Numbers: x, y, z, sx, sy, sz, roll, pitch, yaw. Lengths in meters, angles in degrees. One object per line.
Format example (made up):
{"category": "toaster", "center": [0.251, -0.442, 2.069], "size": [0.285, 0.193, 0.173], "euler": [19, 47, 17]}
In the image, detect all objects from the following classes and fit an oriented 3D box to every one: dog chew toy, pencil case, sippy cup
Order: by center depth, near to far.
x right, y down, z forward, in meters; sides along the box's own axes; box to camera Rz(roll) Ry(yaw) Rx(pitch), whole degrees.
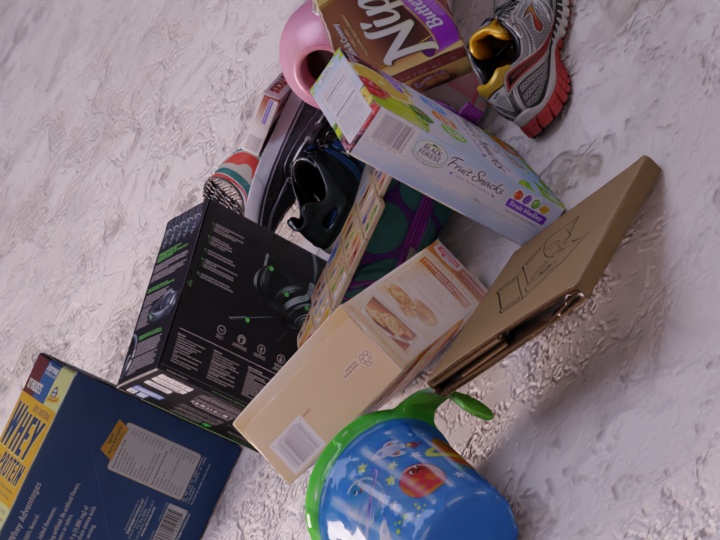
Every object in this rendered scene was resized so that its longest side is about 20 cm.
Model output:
{"category": "sippy cup", "center": [0.046, 0.189, 1.299], "size": [0.130, 0.139, 0.179], "euler": [26, 130, 54]}
{"category": "pencil case", "center": [0.048, -0.057, 1.569], "size": [0.092, 0.085, 0.201], "euler": [-12, 55, 60]}
{"category": "dog chew toy", "center": [-0.010, -0.253, 1.822], "size": [0.124, 0.124, 0.200], "euler": [-43, 11, 35]}

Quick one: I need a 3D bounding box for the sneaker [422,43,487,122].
{"category": "sneaker", "center": [0.052, -0.206, 1.683], "size": [0.076, 0.104, 0.200], "euler": [-57, 25, 14]}

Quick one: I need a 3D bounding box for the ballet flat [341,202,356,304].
{"category": "ballet flat", "center": [0.000, 0.000, 1.629], "size": [0.064, 0.067, 0.201], "euler": [-31, 38, 65]}

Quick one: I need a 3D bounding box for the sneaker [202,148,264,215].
{"category": "sneaker", "center": [-0.139, -0.081, 1.946], "size": [0.094, 0.070, 0.200], "euler": [-51, -4, -25]}

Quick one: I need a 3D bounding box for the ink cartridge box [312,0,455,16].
{"category": "ink cartridge box", "center": [0.024, -0.338, 1.765], "size": [0.200, 0.146, 0.083], "euler": [-92, 3, -58]}

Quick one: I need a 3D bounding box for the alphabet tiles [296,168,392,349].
{"category": "alphabet tiles", "center": [-0.014, -0.014, 1.523], "size": [0.166, 0.006, 0.201], "euler": [-104, 38, -76]}

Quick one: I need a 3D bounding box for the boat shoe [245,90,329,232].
{"category": "boat shoe", "center": [-0.067, -0.115, 1.858], "size": [0.072, 0.067, 0.201], "euler": [69, -139, -72]}

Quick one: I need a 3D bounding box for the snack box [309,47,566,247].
{"category": "snack box", "center": [0.064, -0.103, 1.447], "size": [0.053, 0.199, 0.142], "euler": [-55, 26, 16]}

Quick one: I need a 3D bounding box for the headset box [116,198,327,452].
{"category": "headset box", "center": [-0.123, 0.050, 1.680], "size": [0.093, 0.173, 0.201], "euler": [-23, 47, 52]}

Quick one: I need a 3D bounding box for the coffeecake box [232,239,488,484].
{"category": "coffeecake box", "center": [0.005, 0.072, 1.421], "size": [0.154, 0.073, 0.200], "euler": [-48, -7, 29]}

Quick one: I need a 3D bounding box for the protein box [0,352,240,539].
{"category": "protein box", "center": [-0.268, 0.221, 1.758], "size": [0.135, 0.199, 0.200], "euler": [13, 77, 64]}

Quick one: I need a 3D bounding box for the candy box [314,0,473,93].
{"category": "candy box", "center": [0.017, -0.256, 1.596], "size": [0.116, 0.056, 0.201], "euler": [-21, 65, 6]}

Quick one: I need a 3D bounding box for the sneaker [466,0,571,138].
{"category": "sneaker", "center": [0.141, -0.214, 1.546], "size": [0.078, 0.082, 0.201], "euler": [-43, 31, 35]}

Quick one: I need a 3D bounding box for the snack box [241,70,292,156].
{"category": "snack box", "center": [-0.086, -0.194, 1.914], "size": [0.200, 0.024, 0.072], "euler": [-61, -5, -64]}

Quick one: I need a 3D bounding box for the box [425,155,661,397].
{"category": "box", "center": [0.143, 0.003, 1.308], "size": [0.163, 0.021, 0.200], "euler": [-39, 8, 39]}

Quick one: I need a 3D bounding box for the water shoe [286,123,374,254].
{"category": "water shoe", "center": [-0.029, -0.111, 1.770], "size": [0.071, 0.079, 0.201], "euler": [-39, 34, 39]}
